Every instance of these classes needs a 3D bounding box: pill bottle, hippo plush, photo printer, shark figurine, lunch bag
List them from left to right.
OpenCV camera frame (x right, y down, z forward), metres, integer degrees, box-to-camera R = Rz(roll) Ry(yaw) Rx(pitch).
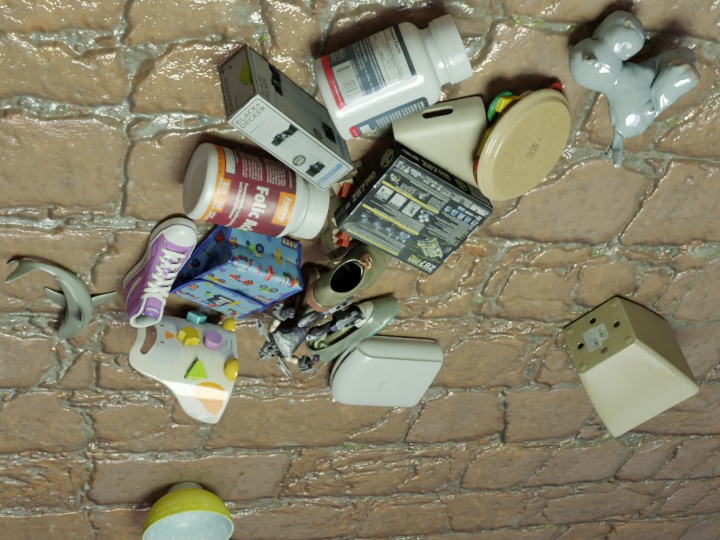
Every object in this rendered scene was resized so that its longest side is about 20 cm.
[{"bbox_3d":[-0.475,0.050,1.516,0.128,0.090,0.215,-17,141,1],"label":"shark figurine"},{"bbox_3d":[-0.215,0.012,1.565,0.150,0.094,0.200,21,140,-36],"label":"lunch bag"},{"bbox_3d":[-0.156,-0.114,1.405,0.199,0.114,0.114,12,133,-27],"label":"pill bottle"},{"bbox_3d":[0.043,0.200,1.849,0.199,0.070,0.167,7,135,-23],"label":"photo printer"},{"bbox_3d":[0.046,-0.271,1.287,0.199,0.120,0.120,-21,139,7],"label":"pill bottle"},{"bbox_3d":[0.377,-0.289,1.380,0.161,0.159,0.200,41,103,-10],"label":"hippo plush"}]

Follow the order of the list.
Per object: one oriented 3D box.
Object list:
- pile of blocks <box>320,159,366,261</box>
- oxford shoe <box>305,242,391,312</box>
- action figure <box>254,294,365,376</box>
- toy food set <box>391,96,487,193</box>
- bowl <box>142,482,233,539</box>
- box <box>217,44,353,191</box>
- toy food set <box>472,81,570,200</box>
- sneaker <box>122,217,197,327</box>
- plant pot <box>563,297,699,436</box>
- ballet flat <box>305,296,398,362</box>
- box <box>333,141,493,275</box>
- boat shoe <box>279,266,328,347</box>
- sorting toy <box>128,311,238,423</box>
[{"bbox_3d":[-0.017,-0.084,1.520,0.082,0.062,0.200,-4,138,-12],"label":"pile of blocks"},{"bbox_3d":[0.000,0.000,1.540,0.071,0.200,0.075,52,143,-5],"label":"oxford shoe"},{"bbox_3d":[-0.093,0.100,1.592,0.199,0.069,0.131,-30,114,-10],"label":"action figure"},{"bbox_3d":[0.125,-0.174,1.475,0.143,0.061,0.201,-10,132,-2],"label":"toy food set"},{"bbox_3d":[-0.385,0.536,2.066,0.199,0.108,0.201,-9,139,-8],"label":"bowl"},{"bbox_3d":[-0.104,-0.211,1.311,0.060,0.117,0.200,-36,134,23],"label":"box"},{"bbox_3d":[0.251,-0.197,1.443,0.199,0.049,0.199,-9,131,-41],"label":"toy food set"},{"bbox_3d":[-0.317,0.014,1.501,0.072,0.115,0.201,17,129,-30],"label":"sneaker"},{"bbox_3d":[0.525,0.175,1.884,0.200,0.200,0.177,-34,125,21],"label":"plant pot"},{"bbox_3d":[-0.020,0.103,1.726,0.200,0.068,0.064,-36,127,22],"label":"ballet flat"},{"bbox_3d":[0.084,-0.092,1.466,0.199,0.049,0.161,25,120,-30],"label":"box"},{"bbox_3d":[-0.091,0.080,1.674,0.075,0.075,0.203,2,136,-27],"label":"boat shoe"},{"bbox_3d":[-0.307,0.133,1.578,0.179,0.200,0.107,20,126,-28],"label":"sorting toy"}]
